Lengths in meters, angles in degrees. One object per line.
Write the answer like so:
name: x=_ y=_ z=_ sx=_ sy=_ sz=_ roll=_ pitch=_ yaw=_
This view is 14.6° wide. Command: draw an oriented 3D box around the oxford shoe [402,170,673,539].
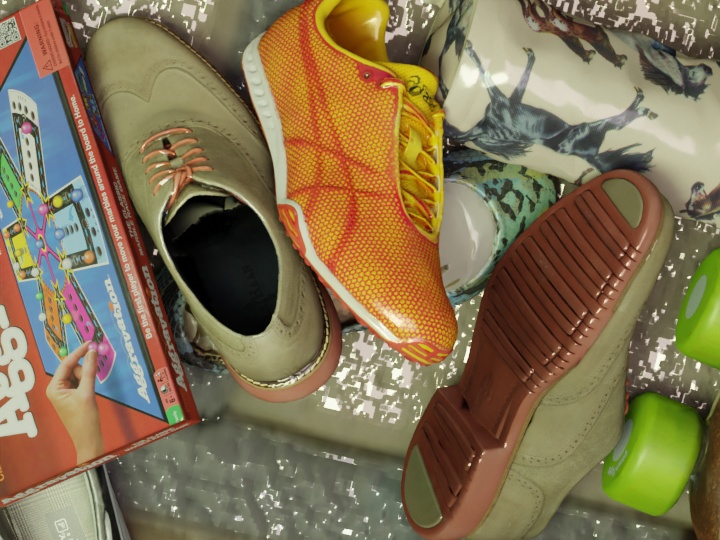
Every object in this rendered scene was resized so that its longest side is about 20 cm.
oxford shoe: x=0.093 y=0.041 z=1.268 sx=0.075 sy=0.070 sz=0.200 roll=12 pitch=124 yaw=-33

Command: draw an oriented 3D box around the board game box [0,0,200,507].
board game box: x=-0.146 y=-0.008 z=1.223 sx=0.103 sy=0.019 sz=0.200 roll=-24 pitch=75 yaw=19

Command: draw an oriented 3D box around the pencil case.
pencil case: x=0.121 y=-0.075 z=1.271 sx=0.200 sy=0.090 sz=0.078 roll=17 pitch=131 yaw=-8

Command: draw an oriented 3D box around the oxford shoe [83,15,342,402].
oxford shoe: x=-0.069 y=-0.040 z=1.220 sx=0.070 sy=0.075 sz=0.200 roll=-32 pitch=67 yaw=0

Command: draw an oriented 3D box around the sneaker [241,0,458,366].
sneaker: x=0.004 y=-0.048 z=1.210 sx=0.077 sy=0.200 sz=0.073 roll=-35 pitch=144 yaw=21

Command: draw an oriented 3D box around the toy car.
toy car: x=0.210 y=0.104 z=1.232 sx=0.164 sy=0.200 sz=0.158 roll=22 pitch=111 yaw=-7

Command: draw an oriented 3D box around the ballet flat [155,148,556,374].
ballet flat: x=0.000 y=0.000 z=1.272 sx=0.200 sy=0.074 sz=0.074 roll=-23 pitch=100 yaw=-3

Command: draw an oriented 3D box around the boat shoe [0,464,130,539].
boat shoe: x=-0.148 y=0.076 z=1.263 sx=0.072 sy=0.071 sz=0.200 roll=-25 pitch=97 yaw=-2
